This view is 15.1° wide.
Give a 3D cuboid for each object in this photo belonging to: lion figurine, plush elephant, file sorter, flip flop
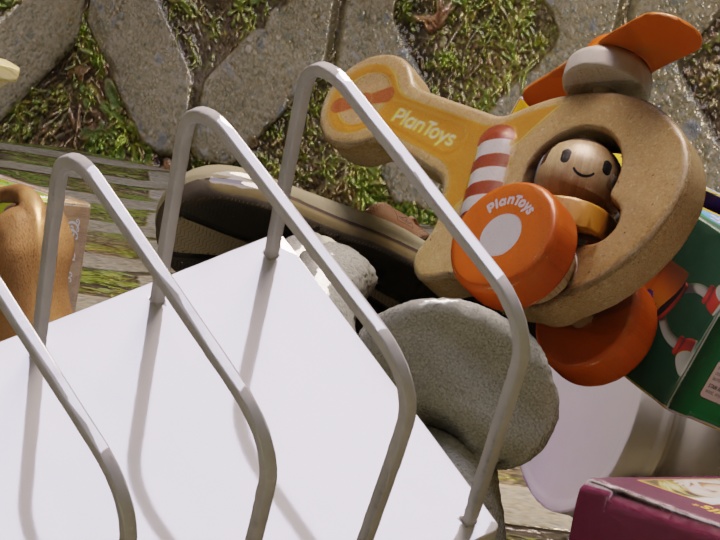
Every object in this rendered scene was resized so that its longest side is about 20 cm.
[{"bbox_3d":[-0.146,0.032,1.232,0.072,0.200,0.122,-16,-9,-26],"label":"lion figurine"},{"bbox_3d":[-0.007,0.080,1.002,0.155,0.165,0.200,28,-2,8],"label":"plush elephant"},{"bbox_3d":[-0.065,0.039,0.830,0.200,0.125,0.139,-22,59,-27],"label":"file sorter"},{"bbox_3d":[0.000,0.000,1.146,0.200,0.081,0.058,26,37,-28],"label":"flip flop"}]

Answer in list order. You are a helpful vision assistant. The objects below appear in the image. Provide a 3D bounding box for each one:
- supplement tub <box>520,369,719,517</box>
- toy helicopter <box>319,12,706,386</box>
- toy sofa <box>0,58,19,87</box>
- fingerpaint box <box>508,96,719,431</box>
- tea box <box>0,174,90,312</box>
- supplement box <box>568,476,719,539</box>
[{"bbox_3d":[0.192,0.076,1.338,0.200,0.146,0.145,13,3,-24],"label":"supplement tub"},{"bbox_3d":[0.057,-0.050,1.058,0.200,0.132,0.079,28,-9,48],"label":"toy helicopter"},{"bbox_3d":[-0.273,-0.043,1.600,0.097,0.201,0.083,13,5,-14],"label":"toy sofa"},{"bbox_3d":[0.161,0.018,1.127,0.200,0.073,0.167,23,10,-37],"label":"fingerpaint box"},{"bbox_3d":[-0.276,0.005,1.432,0.196,0.134,0.200,7,5,-31],"label":"tea box"},{"bbox_3d":[0.180,0.137,0.976,0.200,0.103,0.131,5,9,-46],"label":"supplement box"}]
